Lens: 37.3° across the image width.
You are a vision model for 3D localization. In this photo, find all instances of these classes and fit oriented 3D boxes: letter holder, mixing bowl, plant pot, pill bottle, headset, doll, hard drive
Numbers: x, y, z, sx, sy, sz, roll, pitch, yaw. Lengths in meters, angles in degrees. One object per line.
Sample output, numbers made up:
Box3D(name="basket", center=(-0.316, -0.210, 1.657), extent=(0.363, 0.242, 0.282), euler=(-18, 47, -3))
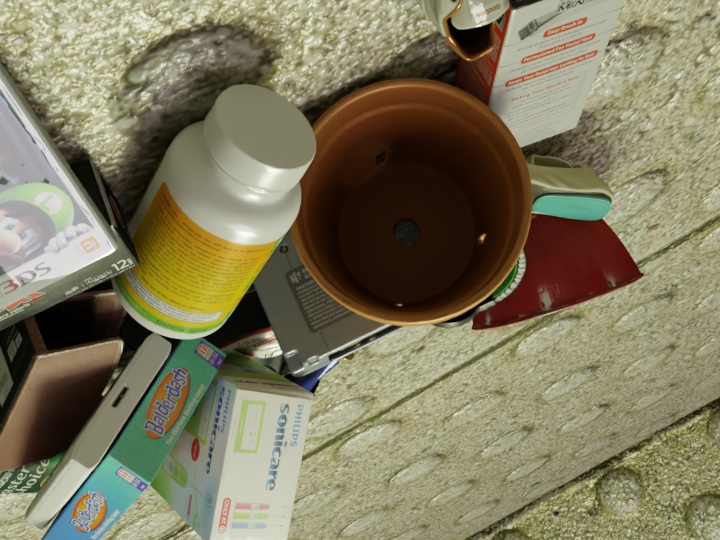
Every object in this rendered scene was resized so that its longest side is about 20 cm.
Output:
Box3D(name="letter holder", center=(-0.259, 0.075, 0.932), extent=(0.141, 0.101, 0.200), euler=(-8, 149, -40))
Box3D(name="mixing bowl", center=(0.202, -0.015, 1.185), extent=(0.197, 0.110, 0.200), euler=(-18, 180, 0))
Box3D(name="plant pot", center=(0.040, -0.046, 0.919), extent=(0.198, 0.202, 0.140), euler=(-26, 171, -4))
Box3D(name="pill bottle", center=(-0.113, -0.045, 0.833), extent=(0.110, 0.112, 0.200), euler=(-6, 148, -39))
Box3D(name="headset", center=(0.072, -0.004, 1.102), extent=(0.198, 0.095, 0.124), euler=(-25, 129, 17))
Box3D(name="doll", center=(-0.077, 0.148, 1.256), extent=(0.201, 0.048, 0.137), euler=(-52, -171, 28))
Box3D(name="hard drive", center=(-0.236, 0.147, 0.950), extent=(0.200, 0.026, 0.133), euler=(-44, -166, 53))

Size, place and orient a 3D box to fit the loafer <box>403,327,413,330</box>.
Box3D(name="loafer", center=(0.023, 0.039, 1.208), extent=(0.198, 0.071, 0.069), euler=(-18, -164, -38))

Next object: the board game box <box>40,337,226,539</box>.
Box3D(name="board game box", center=(-0.208, 0.164, 0.972), extent=(0.200, 0.045, 0.153), euler=(-47, -169, 43))

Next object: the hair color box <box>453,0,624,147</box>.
Box3D(name="hair color box", center=(0.143, -0.185, 0.890), extent=(0.110, 0.064, 0.201), euler=(-20, 156, -14))

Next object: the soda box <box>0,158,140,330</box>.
Box3D(name="soda box", center=(-0.272, -0.003, 0.796), extent=(0.198, 0.071, 0.064), euler=(-25, 151, -4))

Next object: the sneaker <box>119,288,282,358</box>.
Box3D(name="sneaker", center=(-0.140, 0.060, 1.061), extent=(0.199, 0.068, 0.108), euler=(-11, 162, -18))

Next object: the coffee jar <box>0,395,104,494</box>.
Box3D(name="coffee jar", center=(-0.339, 0.172, 1.050), extent=(0.104, 0.086, 0.199), euler=(-41, 152, 26))

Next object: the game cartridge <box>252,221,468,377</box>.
Box3D(name="game cartridge", center=(0.000, 0.000, 1.010), extent=(0.198, 0.135, 0.041), euler=(-24, 163, -3))

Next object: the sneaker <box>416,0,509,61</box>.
Box3D(name="sneaker", center=(0.078, -0.223, 0.725), extent=(0.072, 0.085, 0.201), euler=(-23, 154, -5))

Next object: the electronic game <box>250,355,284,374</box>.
Box3D(name="electronic game", center=(-0.173, 0.146, 1.222), extent=(0.198, 0.042, 0.201), euler=(-30, 155, -16))

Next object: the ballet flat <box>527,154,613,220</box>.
Box3D(name="ballet flat", center=(0.166, -0.090, 1.088), extent=(0.197, 0.070, 0.070), euler=(5, 143, -24))

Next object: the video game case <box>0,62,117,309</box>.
Box3D(name="video game case", center=(-0.281, -0.044, 0.686), extent=(0.180, 0.023, 0.201), euler=(-27, 133, -2))

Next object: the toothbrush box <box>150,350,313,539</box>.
Box3D(name="toothbrush box", center=(-0.135, 0.164, 1.046), extent=(0.085, 0.199, 0.148), euler=(9, 95, -31))
